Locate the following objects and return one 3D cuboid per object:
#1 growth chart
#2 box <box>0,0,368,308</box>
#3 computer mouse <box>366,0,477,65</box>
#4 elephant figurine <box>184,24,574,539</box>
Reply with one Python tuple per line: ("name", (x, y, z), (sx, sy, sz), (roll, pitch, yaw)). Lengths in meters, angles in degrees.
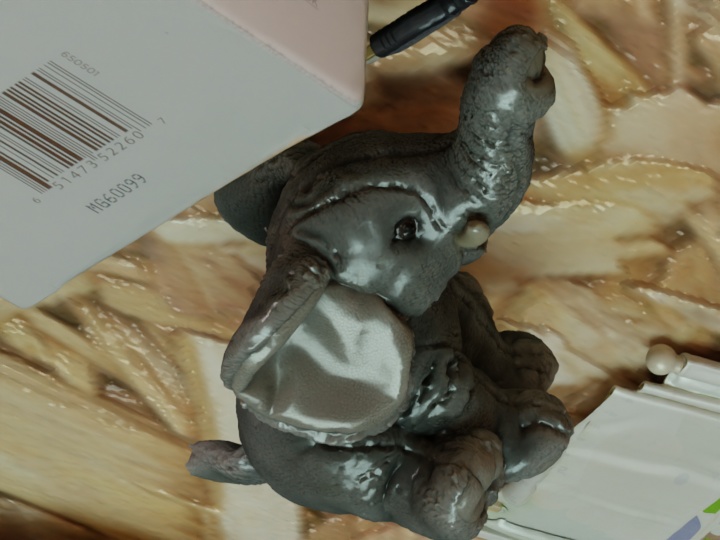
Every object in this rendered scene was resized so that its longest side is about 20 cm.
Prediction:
("growth chart", (0.139, 0.094, 1.345), (0.144, 0.018, 0.200), (20, 142, -25))
("box", (-0.082, -0.119, 0.880), (0.106, 0.201, 0.152), (31, 137, -34))
("computer mouse", (-0.051, -0.104, 1.047), (0.140, 0.046, 0.200), (26, 134, -38))
("elephant figurine", (0.000, 0.000, 1.143), (0.141, 0.155, 0.201), (32, 155, 41))
